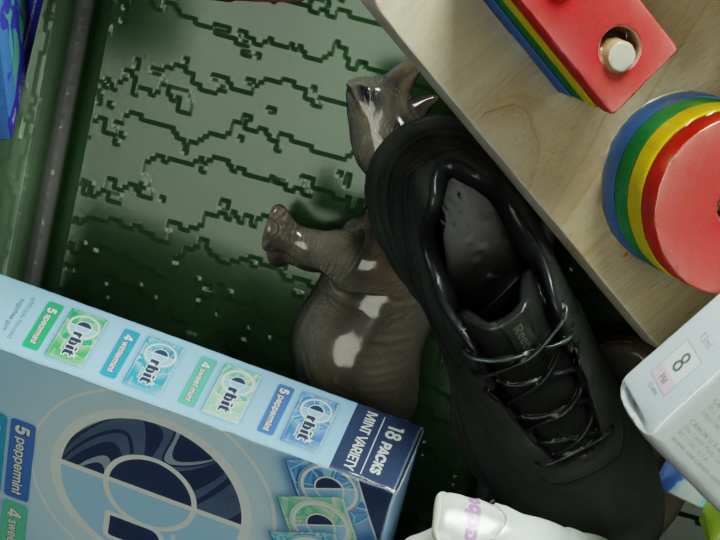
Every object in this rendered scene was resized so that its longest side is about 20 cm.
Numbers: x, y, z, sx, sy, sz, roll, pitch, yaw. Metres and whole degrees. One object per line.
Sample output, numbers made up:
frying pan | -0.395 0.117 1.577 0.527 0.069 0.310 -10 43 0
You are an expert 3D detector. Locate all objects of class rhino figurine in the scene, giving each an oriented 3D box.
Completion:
rhino figurine | 0.000 0.000 1.015 0.087 0.060 0.201 21 102 1

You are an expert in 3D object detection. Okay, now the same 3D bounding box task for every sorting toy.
sorting toy | 0.138 -0.098 0.895 0.200 0.070 0.199 -44 114 -5

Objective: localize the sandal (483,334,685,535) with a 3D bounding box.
sandal | 0.072 0.117 1.027 0.082 0.055 0.200 43 106 0

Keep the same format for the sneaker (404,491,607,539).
sneaker | 0.020 0.156 0.980 0.099 0.075 0.200 25 128 -15

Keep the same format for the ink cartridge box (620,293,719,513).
ink cartridge box | 0.222 0.037 0.894 0.200 0.057 0.162 -43 116 8

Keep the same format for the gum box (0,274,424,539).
gum box | -0.086 0.104 1.024 0.198 0.045 0.171 19 133 6

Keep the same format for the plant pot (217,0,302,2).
plant pot | -0.048 -0.217 0.920 0.199 0.201 0.197 11 111 9

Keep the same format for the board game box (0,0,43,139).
board game box | -0.155 -0.175 0.921 0.045 0.153 0.201 0 131 2

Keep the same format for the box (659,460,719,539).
box | 0.235 0.089 0.977 0.199 0.048 0.123 26 105 -6

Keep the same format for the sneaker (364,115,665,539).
sneaker | 0.062 0.036 0.947 0.076 0.091 0.201 -31 100 -1
